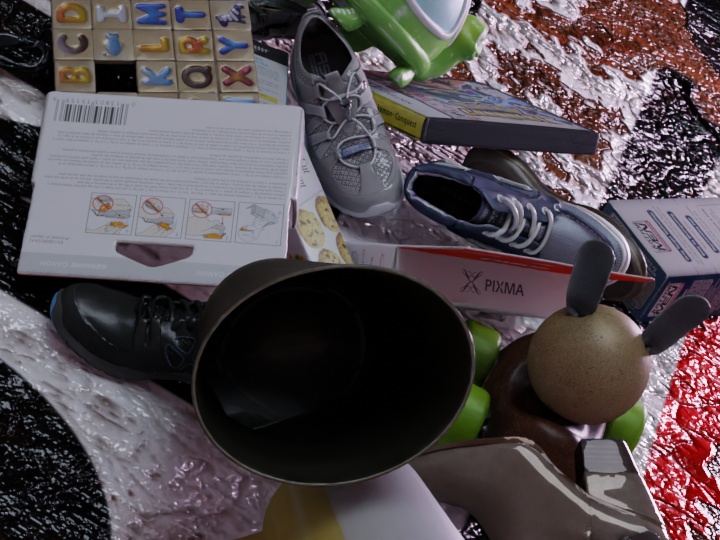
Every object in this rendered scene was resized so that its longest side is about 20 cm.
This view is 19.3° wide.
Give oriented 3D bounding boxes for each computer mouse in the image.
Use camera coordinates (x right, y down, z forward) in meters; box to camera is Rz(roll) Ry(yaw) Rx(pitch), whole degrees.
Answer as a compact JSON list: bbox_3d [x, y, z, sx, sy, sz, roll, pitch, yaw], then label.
[{"bbox_3d":[-0.226,-0.191,1.753,0.199,0.034,0.059,-3,47,-21],"label":"computer mouse"}]

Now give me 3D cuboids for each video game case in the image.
[{"bbox_3d":[0.085,-0.145,1.910,0.199,0.026,0.180,1,18,-36],"label":"video game case"}]

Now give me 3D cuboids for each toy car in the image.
[{"bbox_3d":[0.170,0.066,1.609,0.164,0.200,0.158,26,34,-7],"label":"toy car"}]

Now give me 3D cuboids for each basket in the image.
[{"bbox_3d":[-0.036,0.055,1.394,0.179,0.137,0.200,-8,7,-11],"label":"basket"}]

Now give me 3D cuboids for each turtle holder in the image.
[{"bbox_3d":[0.044,-0.242,1.881,0.185,0.132,0.141,43,-1,-15],"label":"turtle holder"}]

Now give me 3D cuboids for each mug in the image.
[{"bbox_3d":[-0.012,0.190,1.369,0.186,0.150,0.153,19,27,-28],"label":"mug"}]

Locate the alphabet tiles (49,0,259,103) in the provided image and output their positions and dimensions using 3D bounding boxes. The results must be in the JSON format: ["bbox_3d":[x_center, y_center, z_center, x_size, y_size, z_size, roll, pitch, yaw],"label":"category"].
[{"bbox_3d":[-0.172,-0.198,1.749,0.166,0.008,0.201,-1,56,-11],"label":"alphabet tiles"}]

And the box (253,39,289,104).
[{"bbox_3d":[-0.108,-0.126,1.780,0.082,0.049,0.201,20,35,-15],"label":"box"}]

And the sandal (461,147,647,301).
[{"bbox_3d":[0.161,-0.036,1.850,0.200,0.082,0.055,40,52,13],"label":"sandal"}]

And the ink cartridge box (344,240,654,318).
[{"bbox_3d":[0.103,0.011,1.672,0.199,0.044,0.173,8,-1,-34],"label":"ink cartridge box"}]

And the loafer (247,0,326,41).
[{"bbox_3d":[-0.124,-0.235,1.904,0.199,0.072,0.063,16,57,-24],"label":"loafer"}]

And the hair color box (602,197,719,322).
[{"bbox_3d":[0.307,-0.013,1.943,0.199,0.061,0.100,-2,45,-40],"label":"hair color box"}]

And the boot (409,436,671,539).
[{"bbox_3d":[0.124,0.197,1.519,0.199,0.070,0.147,-6,64,5],"label":"boot"}]

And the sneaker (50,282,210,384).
[{"bbox_3d":[-0.123,0.043,1.521,0.199,0.082,0.073,20,38,-13],"label":"sneaker"}]

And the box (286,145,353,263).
[{"bbox_3d":[-0.042,-0.026,1.658,0.041,0.039,0.201,-10,67,-31],"label":"box"}]

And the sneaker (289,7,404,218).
[{"bbox_3d":[-0.021,-0.133,1.798,0.074,0.082,0.201,-21,61,-7],"label":"sneaker"}]

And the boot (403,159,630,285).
[{"bbox_3d":[0.129,-0.036,1.779,0.199,0.073,0.090,20,6,9],"label":"boot"}]

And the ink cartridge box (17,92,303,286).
[{"bbox_3d":[-0.147,-0.051,1.589,0.199,0.044,0.174,4,55,1],"label":"ink cartridge box"}]
